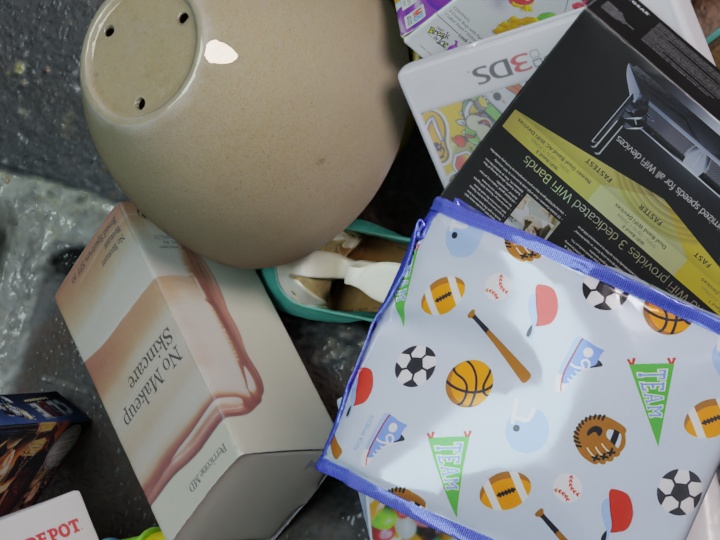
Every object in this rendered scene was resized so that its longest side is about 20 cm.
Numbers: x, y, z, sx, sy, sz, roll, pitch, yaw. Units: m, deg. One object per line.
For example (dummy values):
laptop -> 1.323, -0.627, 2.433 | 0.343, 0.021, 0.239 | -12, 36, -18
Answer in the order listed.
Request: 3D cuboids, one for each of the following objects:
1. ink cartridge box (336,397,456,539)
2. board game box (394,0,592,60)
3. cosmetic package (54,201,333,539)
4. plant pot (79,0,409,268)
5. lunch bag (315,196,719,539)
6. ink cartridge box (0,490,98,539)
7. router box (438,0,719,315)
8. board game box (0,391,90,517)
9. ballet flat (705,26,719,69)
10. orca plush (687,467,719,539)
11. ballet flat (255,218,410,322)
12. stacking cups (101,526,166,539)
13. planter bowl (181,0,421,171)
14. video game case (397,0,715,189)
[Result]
ink cartridge box -> 0.062, 0.147, 1.660 | 0.119, 0.042, 0.200 | -27, 65, 27
board game box -> 0.126, -0.194, 1.647 | 0.200, 0.105, 0.103 | -36, 36, 22
cosmetic package -> -0.103, 0.063, 1.751 | 0.103, 0.087, 0.200 | -53, 53, 35
plant pot -> -0.090, -0.112, 1.670 | 0.200, 0.134, 0.201 | -10, 73, 33
lunch bag -> 0.096, 0.071, 1.493 | 0.200, 0.124, 0.170 | 23, 89, 8
ink cartridge box -> -0.206, 0.250, 1.711 | 0.085, 0.144, 0.200 | -25, 87, 34
router box -> 0.164, -0.034, 1.548 | 0.200, 0.052, 0.157 | 42, 124, 5
board game box -> -0.260, 0.142, 1.785 | 0.035, 0.200, 0.136 | 38, 101, 16
ballet flat -> 0.186, -0.084, 1.624 | 0.200, 0.068, 0.072 | -33, 81, 24
orca plush -> 0.187, 0.162, 1.557 | 0.105, 0.071, 0.200 | -37, 76, 5
ballet flat -> 0.000, 0.000, 1.721 | 0.200, 0.070, 0.067 | 9, 84, 36
stacking cups -> -0.172, 0.204, 1.797 | 0.200, 0.060, 0.061 | -16, 69, 33
planter bowl -> -0.024, -0.110, 1.759 | 0.200, 0.083, 0.201 | -10, 72, 33
video game case -> 0.136, -0.049, 1.601 | 0.182, 0.023, 0.200 | -16, 106, 31
